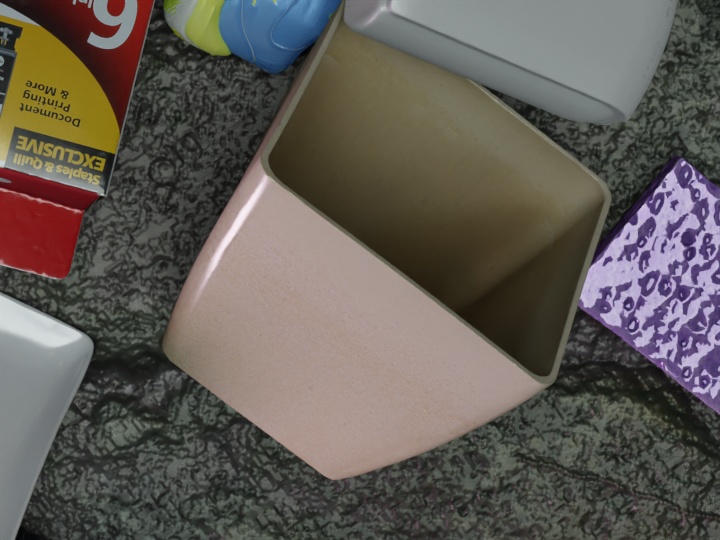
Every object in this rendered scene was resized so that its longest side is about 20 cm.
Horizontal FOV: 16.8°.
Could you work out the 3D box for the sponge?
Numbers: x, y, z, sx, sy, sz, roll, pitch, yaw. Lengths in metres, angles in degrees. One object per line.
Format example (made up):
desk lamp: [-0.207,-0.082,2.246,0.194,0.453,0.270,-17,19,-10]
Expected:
sponge: [0.237,0.030,1.525,0.200,0.030,0.112,38,95,-9]

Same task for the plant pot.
plant pot: [0.000,0.000,1.410,0.199,0.200,0.177,37,126,-10]

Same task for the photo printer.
photo printer: [0.099,-0.183,1.419,0.199,0.069,0.167,21,77,-27]

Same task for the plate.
plate: [-0.276,0.075,1.433,0.199,0.200,0.032,26,136,-9]

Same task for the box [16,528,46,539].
box: [-0.299,0.198,1.474,0.199,0.104,0.148,30,97,-9]

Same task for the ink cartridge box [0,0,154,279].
ink cartridge box: [-0.235,-0.104,1.406,0.199,0.084,0.176,14,82,-12]

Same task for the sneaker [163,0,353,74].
sneaker: [-0.026,-0.204,1.448,0.105,0.076,0.200,33,103,-21]
